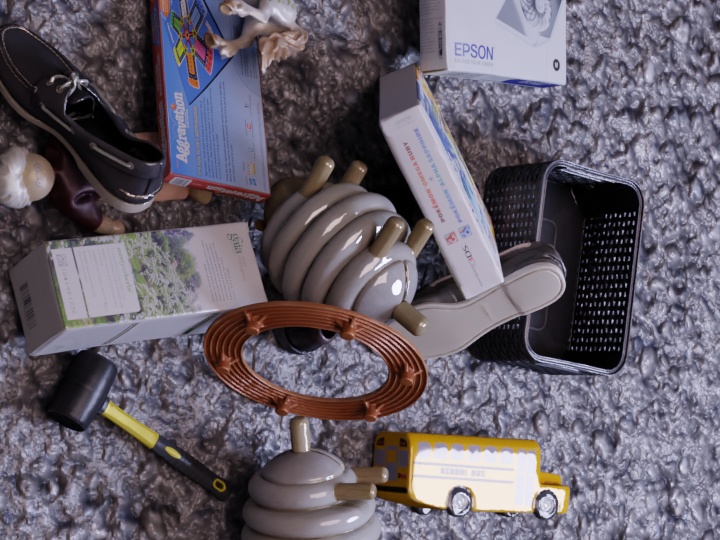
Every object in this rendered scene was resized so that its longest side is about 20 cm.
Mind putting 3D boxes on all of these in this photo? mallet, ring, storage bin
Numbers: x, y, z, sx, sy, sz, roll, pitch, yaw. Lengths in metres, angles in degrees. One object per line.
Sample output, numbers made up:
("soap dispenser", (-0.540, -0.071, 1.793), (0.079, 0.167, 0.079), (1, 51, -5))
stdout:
("mallet", (-0.182, 0.137, 1.612), (0.200, 0.041, 0.066), (32, 68, -34))
("ring", (-0.041, 0.086, 1.612), (0.200, 0.200, 0.019), (31, 52, -29))
("storage bin", (0.195, 0.000, 1.841), (0.135, 0.094, 0.200), (13, 82, -34))

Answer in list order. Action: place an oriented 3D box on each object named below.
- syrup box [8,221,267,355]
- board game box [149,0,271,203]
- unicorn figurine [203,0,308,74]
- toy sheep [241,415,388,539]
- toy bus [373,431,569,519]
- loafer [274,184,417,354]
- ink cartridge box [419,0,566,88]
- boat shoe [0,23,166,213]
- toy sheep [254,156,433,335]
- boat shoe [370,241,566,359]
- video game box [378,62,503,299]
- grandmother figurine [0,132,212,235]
("syrup box", (-0.187, 0.014, 1.574), (0.200, 0.081, 0.079), (-7, 75, -36))
("board game box", (-0.133, -0.160, 1.624), (0.103, 0.019, 0.200), (12, 60, -35))
("unicorn figurine", (-0.107, -0.274, 1.654), (0.137, 0.074, 0.200), (-25, 97, -45))
("toy sheep", (-0.042, 0.226, 1.644), (0.138, 0.138, 0.200), (-8, 98, -34))
("toy bus", (0.110, 0.200, 1.790), (0.200, 0.065, 0.078), (7, 83, -34))
("loafer", (0.000, 0.000, 1.723), (0.072, 0.063, 0.200), (48, 64, -24))
("ink cartridge box", (0.132, -0.286, 1.814), (0.200, 0.041, 0.200), (-1, 89, -48))
("boat shoe", (-0.232, -0.140, 1.529), (0.200, 0.063, 0.073), (48, 49, 8))
("toy sheep", (-0.012, -0.013, 1.611), (0.138, 0.200, 0.138), (-31, 146, -24))
("boat shoe", (0.101, 0.029, 1.754), (0.057, 0.200, 0.067), (-90, 155, -57))
("video game box", (0.073, -0.087, 1.709), (0.047, 0.200, 0.182), (-22, 106, 8))
("grandmother figurine", (-0.226, -0.088, 1.576), (0.200, 0.061, 0.121), (-10, 78, -37))
